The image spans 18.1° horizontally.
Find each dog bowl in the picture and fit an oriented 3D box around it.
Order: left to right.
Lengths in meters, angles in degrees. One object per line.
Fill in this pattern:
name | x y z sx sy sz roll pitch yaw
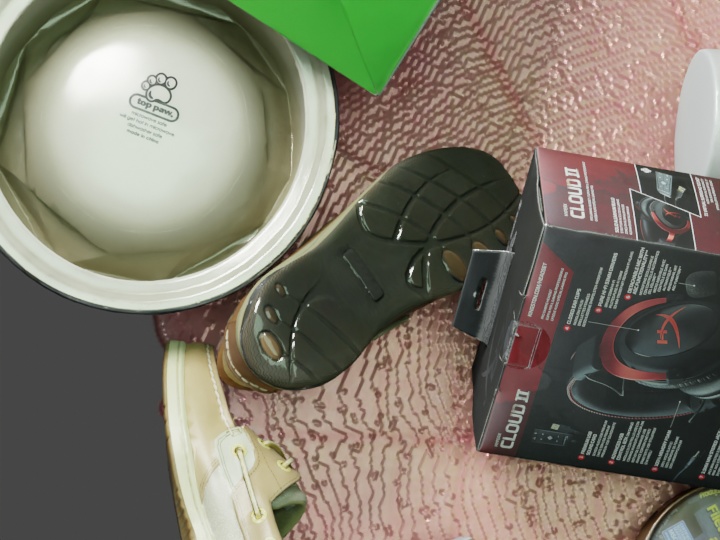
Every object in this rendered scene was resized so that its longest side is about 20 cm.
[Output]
dog bowl | -0.113 -0.074 1.177 0.199 0.074 0.201 1 84 -6

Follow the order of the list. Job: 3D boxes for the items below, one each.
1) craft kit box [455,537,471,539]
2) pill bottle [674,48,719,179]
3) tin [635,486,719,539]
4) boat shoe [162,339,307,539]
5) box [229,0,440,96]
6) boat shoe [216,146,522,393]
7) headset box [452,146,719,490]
craft kit box | -0.004 0.263 1.163 0.196 0.049 0.201 -17 87 -6
pill bottle | 0.273 -0.068 1.203 0.199 0.112 0.113 4 84 -6
tin | 0.219 0.207 1.206 0.112 0.042 0.201 -28 88 -5
boat shoe | -0.059 0.123 1.141 0.066 0.074 0.201 -10 62 -7
box | -0.023 -0.221 1.154 0.199 0.097 0.177 32 47 -3
boat shoe | 0.000 0.000 1.175 0.200 0.074 0.076 -32 92 -34
headset box | 0.149 0.028 1.158 0.199 0.075 0.149 9 125 -6
